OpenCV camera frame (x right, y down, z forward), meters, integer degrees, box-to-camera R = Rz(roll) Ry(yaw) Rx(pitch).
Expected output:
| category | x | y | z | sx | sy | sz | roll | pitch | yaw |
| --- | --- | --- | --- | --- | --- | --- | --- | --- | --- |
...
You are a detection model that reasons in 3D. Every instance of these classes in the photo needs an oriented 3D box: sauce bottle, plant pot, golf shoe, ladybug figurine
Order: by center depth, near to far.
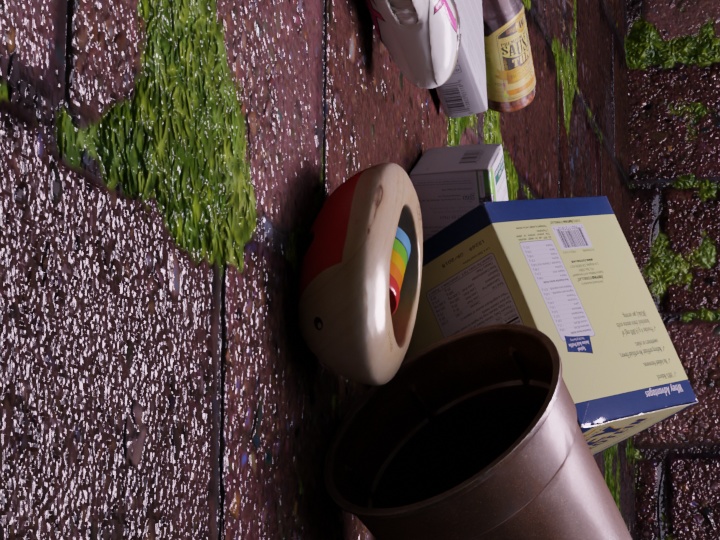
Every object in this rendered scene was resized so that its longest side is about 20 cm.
| category | x | y | z | sx | sy | sz | roll | pitch | yaw |
| --- | --- | --- | --- | --- | --- | --- | --- | --- | --- |
| ladybug figurine | 0.000 | 0.000 | 1.406 | 0.201 | 0.071 | 0.137 | -73 | 157 | -51 |
| plant pot | 0.105 | 0.182 | 1.430 | 0.199 | 0.199 | 0.201 | 57 | 27 | -24 |
| golf shoe | 0.028 | -0.240 | 1.568 | 0.092 | 0.072 | 0.202 | -54 | 131 | -61 |
| sauce bottle | 0.147 | -0.266 | 2.048 | 0.066 | 0.065 | 0.201 | -77 | 159 | -45 |

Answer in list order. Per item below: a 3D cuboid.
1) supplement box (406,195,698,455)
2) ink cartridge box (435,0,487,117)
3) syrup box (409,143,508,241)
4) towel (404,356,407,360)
| category | x | y | z | sx | sy | sz | roll | pitch | yaw |
| --- | --- | --- | --- | --- | --- | --- | --- | --- | --- |
| supplement box | 0.151 | 0.058 | 1.610 | 0.199 | 0.134 | 0.202 | -5 | 68 | -51 |
| ink cartridge box | 0.084 | -0.277 | 1.859 | 0.163 | 0.050 | 0.202 | 62 | 22 | -60 |
| syrup box | 0.101 | -0.011 | 1.794 | 0.079 | 0.080 | 0.202 | -56 | 140 | -65 |
| towel | 0.057 | 0.127 | 1.694 | 0.133 | 0.034 | 0.202 | 65 | 27 | -56 |
